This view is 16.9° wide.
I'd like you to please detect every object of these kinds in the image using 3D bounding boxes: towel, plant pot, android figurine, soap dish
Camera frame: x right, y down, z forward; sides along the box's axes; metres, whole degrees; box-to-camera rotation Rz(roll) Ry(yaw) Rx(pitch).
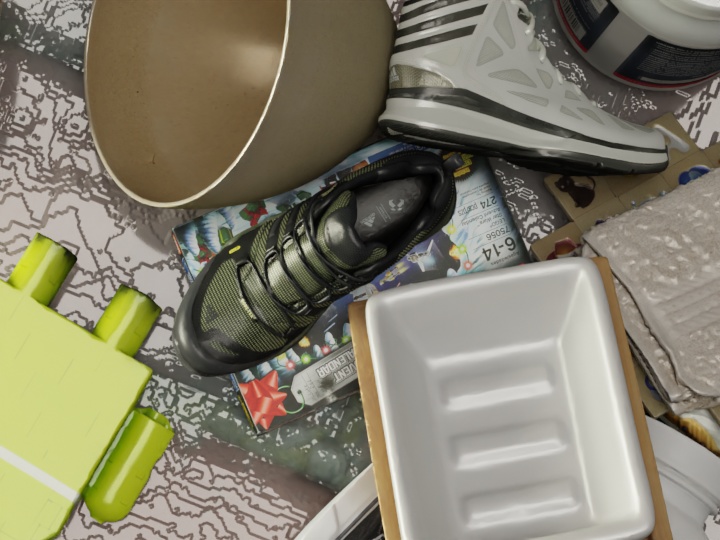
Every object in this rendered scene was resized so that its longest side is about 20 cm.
[{"bbox_3d":[0.240,-0.005,1.464,0.199,0.035,0.133,-26,70,-17],"label":"towel"},{"bbox_3d":[-0.054,-0.128,1.438,0.134,0.200,0.202,9,81,-40],"label":"plant pot"},{"bbox_3d":[-0.208,0.085,1.459,0.181,0.041,0.201,29,81,-1],"label":"android figurine"},{"bbox_3d":[0.084,0.097,1.380,0.156,0.081,0.201,-10,58,1],"label":"soap dish"}]

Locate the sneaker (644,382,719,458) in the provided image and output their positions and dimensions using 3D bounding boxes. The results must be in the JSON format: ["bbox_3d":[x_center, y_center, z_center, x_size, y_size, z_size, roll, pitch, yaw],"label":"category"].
[{"bbox_3d":[0.261,0.102,1.477,0.200,0.075,0.088,43,79,-1],"label":"sneaker"}]

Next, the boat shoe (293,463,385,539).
[{"bbox_3d":[0.027,0.144,1.459,0.200,0.072,0.068,-42,86,-15],"label":"boat shoe"}]

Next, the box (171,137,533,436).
[{"bbox_3d":[0.000,0.000,1.485,0.199,0.040,0.138,-24,87,-7],"label":"box"}]

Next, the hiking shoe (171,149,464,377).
[{"bbox_3d":[-0.028,-0.013,1.413,0.200,0.101,0.076,-37,85,-8],"label":"hiking shoe"}]

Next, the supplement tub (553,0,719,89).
[{"bbox_3d":[0.194,-0.192,1.435,0.139,0.200,0.141,1,83,-5],"label":"supplement tub"}]

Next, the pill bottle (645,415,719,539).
[{"bbox_3d":[0.141,0.189,1.439,0.108,0.109,0.201,31,82,0],"label":"pill bottle"}]

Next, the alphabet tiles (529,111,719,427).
[{"bbox_3d":[0.208,0.000,1.482,0.166,0.006,0.200,-29,70,-17],"label":"alphabet tiles"}]

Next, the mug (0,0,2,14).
[{"bbox_3d":[-0.321,-0.136,1.453,0.199,0.178,0.134,9,46,-8],"label":"mug"}]

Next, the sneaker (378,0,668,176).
[{"bbox_3d":[0.107,-0.121,1.439,0.199,0.076,0.116,10,85,-31],"label":"sneaker"}]
